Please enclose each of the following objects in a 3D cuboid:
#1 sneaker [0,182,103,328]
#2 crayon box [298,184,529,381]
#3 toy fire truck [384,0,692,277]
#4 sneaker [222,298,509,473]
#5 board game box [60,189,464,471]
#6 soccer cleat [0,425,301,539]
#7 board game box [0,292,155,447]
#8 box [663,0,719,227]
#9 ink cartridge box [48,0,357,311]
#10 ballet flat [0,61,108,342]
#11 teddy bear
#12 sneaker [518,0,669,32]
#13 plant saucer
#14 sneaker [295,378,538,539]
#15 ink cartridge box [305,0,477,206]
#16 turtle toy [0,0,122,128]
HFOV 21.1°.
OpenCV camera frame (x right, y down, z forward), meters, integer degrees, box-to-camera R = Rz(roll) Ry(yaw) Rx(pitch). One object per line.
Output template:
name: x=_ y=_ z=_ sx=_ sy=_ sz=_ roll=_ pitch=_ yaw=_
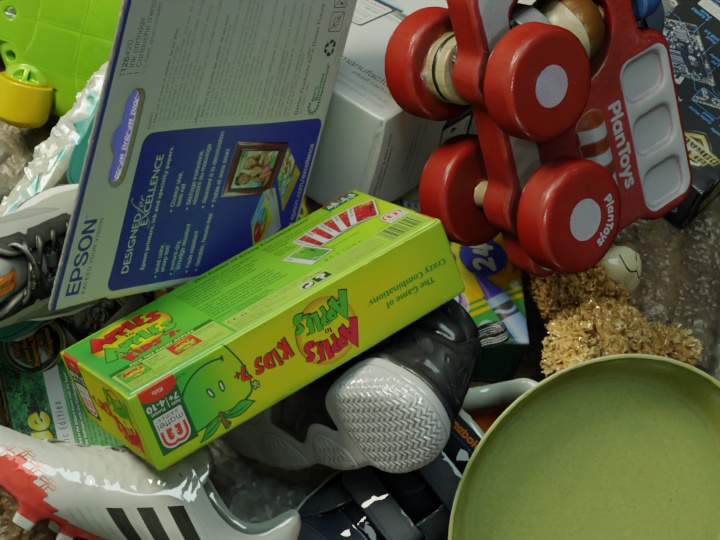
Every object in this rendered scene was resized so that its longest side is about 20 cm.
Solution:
sneaker: x=-0.190 y=0.001 z=1.077 sx=0.200 sy=0.079 sz=0.074 roll=-18 pitch=104 yaw=-34
crayon box: x=0.000 y=0.000 z=1.215 sx=0.199 sy=0.052 sz=0.126 roll=3 pitch=56 yaw=-11
toy fire truck: x=0.119 y=-0.101 z=1.136 sx=0.168 sy=0.201 sz=0.112 roll=-31 pitch=29 yaw=-30
sneaker: x=-0.005 y=0.057 z=1.119 sx=0.200 sy=0.076 sz=0.114 roll=3 pitch=36 yaw=43
board game box: x=-0.054 y=0.028 z=1.061 sx=0.200 sy=0.048 sz=0.102 roll=-30 pitch=24 yaw=-20
soccer cleat: x=-0.126 y=0.122 z=1.065 sx=0.200 sy=0.069 sz=0.085 roll=32 pitch=91 yaw=-6
board game box: x=-0.169 y=0.045 z=1.162 sx=0.104 sy=0.023 sz=0.201 roll=-7 pitch=58 yaw=-18
box: x=0.213 y=-0.155 z=1.370 sx=0.200 sy=0.050 sz=0.198 roll=39 pitch=59 yaw=14
ink cartridge box: x=-0.091 y=-0.086 z=1.065 sx=0.047 sy=0.198 sz=0.200 roll=30 pitch=24 yaw=32
ballet flat: x=-0.178 y=-0.042 z=1.162 sx=0.072 sy=0.072 sz=0.200 roll=32 pitch=79 yaw=9
teddy bear: x=0.163 y=0.058 z=1.185 sx=0.145 sy=0.067 sz=0.201 roll=18 pitch=51 yaw=-29
sneaker: x=0.162 y=-0.125 z=1.264 sx=0.080 sy=0.201 sz=0.146 roll=15 pitch=39 yaw=37
plant saucer: x=0.140 y=0.141 z=1.101 sx=0.199 sy=0.201 sz=0.031 roll=-3 pitch=14 yaw=-15
sneaker: x=0.032 y=0.124 z=1.124 sx=0.200 sy=0.080 sz=0.078 roll=-34 pitch=71 yaw=-28
ink cartridge box: x=0.005 y=-0.130 z=1.242 sx=0.146 sy=0.086 sz=0.200 roll=33 pitch=40 yaw=20
turtle toy: x=-0.185 y=-0.163 z=1.240 sx=0.199 sy=0.146 sz=0.101 roll=16 pitch=15 yaw=-3
